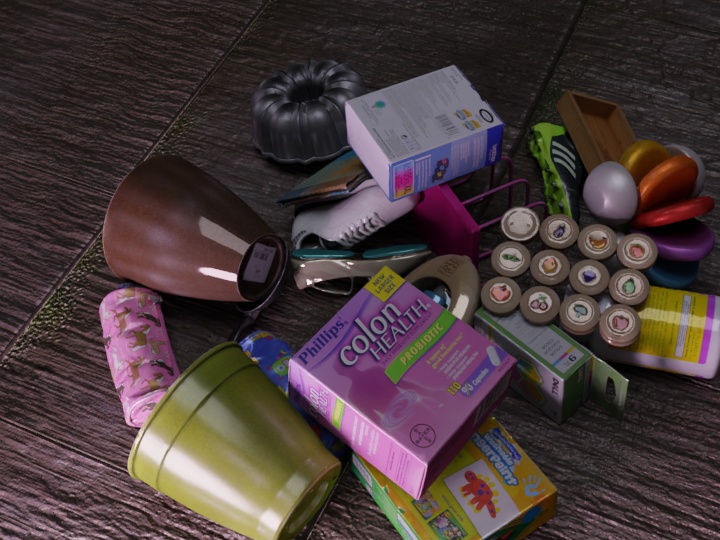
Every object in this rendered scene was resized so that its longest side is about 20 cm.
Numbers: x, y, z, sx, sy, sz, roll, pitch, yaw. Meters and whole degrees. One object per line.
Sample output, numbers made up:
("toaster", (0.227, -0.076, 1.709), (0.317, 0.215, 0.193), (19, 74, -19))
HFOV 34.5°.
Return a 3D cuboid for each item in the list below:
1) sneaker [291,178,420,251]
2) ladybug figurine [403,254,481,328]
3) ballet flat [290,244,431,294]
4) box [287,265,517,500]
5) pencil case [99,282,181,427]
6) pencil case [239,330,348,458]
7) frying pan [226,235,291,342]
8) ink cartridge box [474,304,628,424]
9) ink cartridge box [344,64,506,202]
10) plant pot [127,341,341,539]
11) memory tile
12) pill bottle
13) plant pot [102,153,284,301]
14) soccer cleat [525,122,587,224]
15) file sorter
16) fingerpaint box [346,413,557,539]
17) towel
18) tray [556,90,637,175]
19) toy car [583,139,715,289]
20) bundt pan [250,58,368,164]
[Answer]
("sneaker", (-0.007, -0.069, 1.613), (0.199, 0.076, 0.081), (-17, 47, 28))
("ladybug figurine", (0.089, 0.069, 1.492), (0.136, 0.072, 0.200), (30, 79, 45))
("ballet flat", (0.000, 0.000, 1.585), (0.199, 0.070, 0.070), (-2, 52, 13))
("box", (0.047, 0.126, 1.344), (0.200, 0.097, 0.176), (36, 60, 19))
("pencil case", (-0.285, 0.112, 1.520), (0.083, 0.087, 0.200), (4, 45, -31))
("pencil case", (-0.077, 0.155, 1.462), (0.200, 0.078, 0.087), (36, 58, 29))
("frying pan", (-0.135, 0.039, 1.562), (0.115, 0.031, 0.191), (-28, 46, 40))
("ink cartridge box", (0.232, 0.121, 1.437), (0.059, 0.104, 0.200), (-39, 58, -22))
("ink cartridge box", (0.098, -0.188, 1.536), (0.199, 0.076, 0.137), (-22, 53, -14))
("plant pot", (-0.133, 0.221, 1.364), (0.193, 0.201, 0.200), (36, 63, 15))
("memory tile", (0.258, 0.003, 1.430), (0.199, 0.017, 0.154), (14, 67, 15))
("pill bottle", (0.355, 0.069, 1.463), (0.199, 0.104, 0.104), (10, 54, 13))
("plant pot", (-0.206, -0.038, 1.542), (0.200, 0.187, 0.187), (22, 58, 31))
("soccer cleat", (0.296, -0.138, 1.660), (0.081, 0.068, 0.201), (-1, 51, -10))
("file sorter", (0.155, -0.094, 1.595), (0.125, 0.139, 0.200), (-22, 53, -14))
("fingerpaint box", (0.106, 0.247, 1.372), (0.167, 0.073, 0.200), (-30, 54, -17))
("towel", (-0.010, -0.145, 1.649), (0.146, 0.022, 0.200), (-10, 22, 44))
("tray", (0.359, -0.170, 1.666), (0.098, 0.037, 0.200), (9, 46, -28))
("toy car", (0.389, -0.062, 1.494), (0.175, 0.201, 0.150), (-18, 27, -27))
("bundt pan", (-0.078, -0.253, 1.762), (0.201, 0.076, 0.202), (-8, 42, 7))
